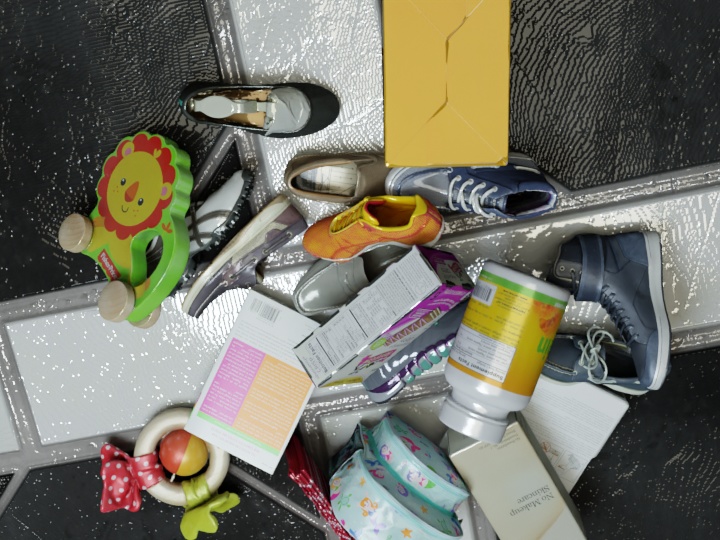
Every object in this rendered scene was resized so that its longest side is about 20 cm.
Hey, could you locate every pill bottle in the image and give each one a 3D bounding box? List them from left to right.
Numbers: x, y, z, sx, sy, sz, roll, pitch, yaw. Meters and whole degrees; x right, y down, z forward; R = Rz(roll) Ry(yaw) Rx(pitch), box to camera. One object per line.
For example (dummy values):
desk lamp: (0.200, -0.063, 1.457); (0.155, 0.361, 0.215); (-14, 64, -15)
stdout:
pill bottle: (0.167, 0.099, 1.120); (0.110, 0.111, 0.202); (20, 95, -4)

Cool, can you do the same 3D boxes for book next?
book: (-0.129, 0.143, 1.217); (0.132, 0.048, 0.202); (27, 91, -5)

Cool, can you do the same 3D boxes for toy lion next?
toy lion: (-0.267, -0.061, 1.129); (0.192, 0.068, 0.200); (-47, 58, 13)

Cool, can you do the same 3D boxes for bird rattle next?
bird rattle: (-0.253, 0.264, 1.262); (0.198, 0.113, 0.165); (23, 90, 5)

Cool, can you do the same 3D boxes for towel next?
towel: (-0.036, 0.315, 1.228); (0.022, 0.145, 0.201); (-34, 101, -2)

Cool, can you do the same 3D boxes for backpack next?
backpack: (0.049, 0.290, 1.191); (0.177, 0.200, 0.151); (38, 103, -8)

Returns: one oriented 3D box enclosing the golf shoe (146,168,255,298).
golf shoe: (-0.214, -0.061, 1.167); (0.094, 0.078, 0.200); (40, 101, -9)

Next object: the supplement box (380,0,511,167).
supplement box: (0.090, -0.229, 1.051); (0.131, 0.200, 0.200); (-1, 105, 1)

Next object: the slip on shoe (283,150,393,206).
slip on shoe: (0.003, -0.113, 1.156); (0.197, 0.061, 0.077); (6, 105, 0)

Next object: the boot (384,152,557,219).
boot: (0.133, -0.099, 1.118); (0.197, 0.091, 0.074); (-8, 120, -10)

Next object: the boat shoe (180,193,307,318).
boat shoe: (-0.147, -0.007, 1.182); (0.065, 0.072, 0.200); (43, 96, -2)

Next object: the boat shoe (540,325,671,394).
boat shoe: (0.300, 0.114, 1.187); (0.198, 0.076, 0.062); (16, 149, -11)

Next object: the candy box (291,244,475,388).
candy box: (0.031, 0.058, 1.120); (0.200, 0.136, 0.061); (-40, 72, 18)

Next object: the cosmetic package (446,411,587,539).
cosmetic package: (0.203, 0.280, 1.213); (0.103, 0.073, 0.201); (-29, 104, 12)

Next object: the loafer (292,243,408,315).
loafer: (0.000, 0.000, 1.181); (0.199, 0.070, 0.070); (-31, 106, 9)

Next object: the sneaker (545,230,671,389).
sneaker: (0.302, 0.047, 1.152); (0.144, 0.077, 0.205); (1, 67, -1)

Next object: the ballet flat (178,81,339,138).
ballet flat: (-0.124, -0.193, 1.133); (0.197, 0.068, 0.069); (1, 105, 1)

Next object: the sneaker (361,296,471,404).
sneaker: (0.068, 0.084, 1.203); (0.200, 0.074, 0.088); (-40, 96, 11)

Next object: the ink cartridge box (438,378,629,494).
ink cartridge box: (0.228, 0.198, 1.244); (0.198, 0.044, 0.175); (26, 109, -6)

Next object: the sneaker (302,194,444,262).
sneaker: (0.006, -0.061, 1.128); (0.198, 0.074, 0.077); (-11, 144, 33)
